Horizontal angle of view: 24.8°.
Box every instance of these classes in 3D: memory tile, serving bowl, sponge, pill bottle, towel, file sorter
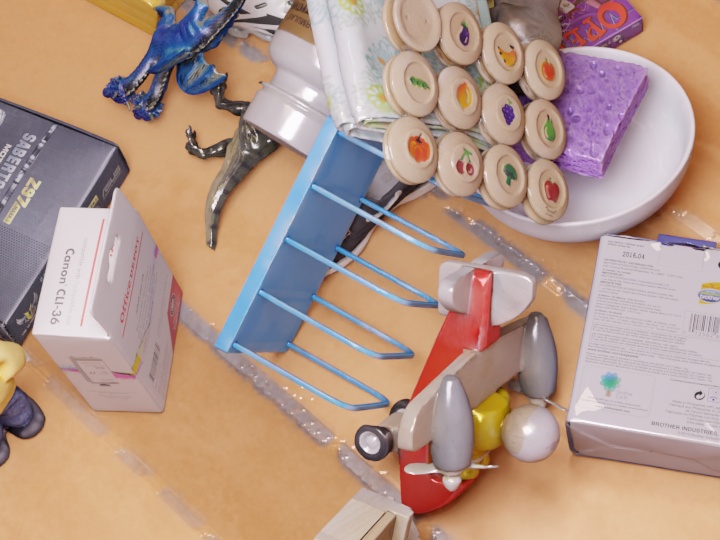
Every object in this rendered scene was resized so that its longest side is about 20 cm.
[{"bbox_3d":[0.092,-0.124,1.251,0.017,0.200,0.154,-13,71,45],"label":"memory tile"},{"bbox_3d":[0.184,-0.098,1.395,0.200,0.066,0.200,-7,52,9],"label":"serving bowl"},{"bbox_3d":[0.131,-0.143,1.382,0.200,0.030,0.112,14,56,23],"label":"sponge"},{"bbox_3d":[-0.014,-0.194,1.417,0.114,0.114,0.200,31,90,22],"label":"pill bottle"},{"bbox_3d":[0.037,-0.183,1.282,0.048,0.171,0.200,-32,60,40],"label":"towel"},{"bbox_3d":[0.000,0.000,1.308,0.123,0.139,0.200,29,96,17],"label":"file sorter"}]

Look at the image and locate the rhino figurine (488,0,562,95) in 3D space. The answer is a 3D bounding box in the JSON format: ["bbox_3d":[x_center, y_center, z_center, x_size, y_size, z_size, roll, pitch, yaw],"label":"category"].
[{"bbox_3d":[0.127,-0.202,1.373,0.087,0.060,0.200,0,59,19],"label":"rhino figurine"}]

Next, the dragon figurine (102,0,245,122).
[{"bbox_3d":[-0.153,-0.195,1.464,0.200,0.059,0.100,-13,58,45],"label":"dragon figurine"}]

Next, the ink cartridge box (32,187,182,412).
[{"bbox_3d":[-0.206,0.025,1.329,0.067,0.200,0.117,2,64,10],"label":"ink cartridge box"}]

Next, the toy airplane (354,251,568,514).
[{"bbox_3d":[0.095,0.087,1.251,0.141,0.199,0.200,32,71,18],"label":"toy airplane"}]

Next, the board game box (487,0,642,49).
[{"bbox_3d":[0.141,-0.214,1.492,0.200,0.032,0.120,-31,67,-7],"label":"board game box"}]

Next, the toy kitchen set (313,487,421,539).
[{"bbox_3d":[0.057,0.270,1.194,0.180,0.200,0.163,20,27,18],"label":"toy kitchen set"}]

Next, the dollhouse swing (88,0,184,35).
[{"bbox_3d":[-0.192,-0.359,1.536,0.182,0.176,0.200,29,72,21],"label":"dollhouse swing"}]

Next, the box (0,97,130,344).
[{"bbox_3d":[-0.324,-0.049,1.470,0.157,0.051,0.200,23,69,18],"label":"box"}]

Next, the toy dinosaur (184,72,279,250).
[{"bbox_3d":[-0.109,-0.122,1.477,0.088,0.047,0.200,32,76,15],"label":"toy dinosaur"}]

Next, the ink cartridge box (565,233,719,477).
[{"bbox_3d":[0.248,0.053,1.311,0.136,0.076,0.200,9,67,13],"label":"ink cartridge box"}]

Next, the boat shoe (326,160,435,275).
[{"bbox_3d":[-0.001,-0.066,1.420,0.200,0.060,0.074,-35,63,-9],"label":"boat shoe"}]

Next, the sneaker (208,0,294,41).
[{"bbox_3d":[-0.058,-0.249,1.498,0.200,0.089,0.074,8,63,18],"label":"sneaker"}]

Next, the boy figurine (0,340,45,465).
[{"bbox_3d":[-0.323,0.099,1.313,0.124,0.200,0.064,-42,65,-9],"label":"boy figurine"}]
